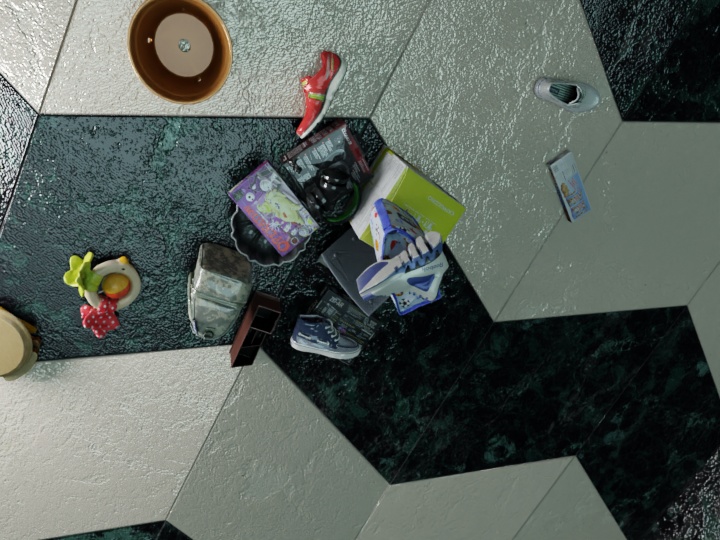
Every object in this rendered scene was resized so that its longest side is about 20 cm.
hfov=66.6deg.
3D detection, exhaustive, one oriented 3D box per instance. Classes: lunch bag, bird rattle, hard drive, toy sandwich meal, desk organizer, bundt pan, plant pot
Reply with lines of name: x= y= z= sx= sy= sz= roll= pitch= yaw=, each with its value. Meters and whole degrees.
lunch bag: x=-0.347 y=0.051 z=1.319 sx=0.136 sy=0.201 sz=0.171 roll=15 pitch=109 yaw=-21
lunch bag: x=0.089 y=-0.043 z=1.188 sx=0.122 sy=0.171 sz=0.203 roll=-24 pitch=118 yaw=5
bird rattle: x=-0.605 y=0.053 z=1.309 sx=0.161 sy=0.112 sz=0.204 roll=-26 pitch=123 yaw=-21
hard drive: x=0.000 y=0.000 z=1.404 sx=0.134 sy=0.042 sz=0.201 roll=-41 pitch=101 yaw=-15
toy sandwich meal: x=-0.866 y=0.166 z=1.306 sx=0.200 sy=0.070 sz=0.210 roll=-4 pitch=113 yaw=-9
desk organizer: x=-0.281 y=0.167 z=1.459 sx=0.070 sy=0.077 sz=0.203 roll=20 pitch=108 yaw=-22
bundt pan: x=-0.221 y=-0.117 z=1.345 sx=0.197 sy=0.076 sz=0.207 roll=-7 pitch=116 yaw=-13
plant pot: x=-0.360 y=-0.453 z=1.115 sx=0.195 sy=0.141 sz=0.205 roll=-6 pitch=116 yaw=-12

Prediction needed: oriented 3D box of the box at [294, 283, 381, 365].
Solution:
box: x=-0.062 y=0.153 z=1.533 sx=0.198 sy=0.044 sz=0.161 roll=32 pitch=102 yaw=-26

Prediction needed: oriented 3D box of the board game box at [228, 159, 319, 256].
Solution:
board game box: x=-0.199 y=-0.143 z=1.283 sx=0.119 sy=0.032 sz=0.201 roll=-36 pitch=118 yaw=8

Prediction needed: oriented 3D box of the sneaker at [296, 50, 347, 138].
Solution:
sneaker: x=-0.105 y=-0.404 z=1.258 sx=0.084 sy=0.077 sz=0.203 roll=26 pitch=99 yaw=-13

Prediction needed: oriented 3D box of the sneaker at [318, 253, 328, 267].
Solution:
sneaker: x=-0.014 y=-0.027 z=1.461 sx=0.196 sy=0.074 sz=0.084 roll=18 pitch=79 yaw=-17

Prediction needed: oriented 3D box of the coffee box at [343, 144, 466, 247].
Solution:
coffee box: x=0.103 y=-0.150 z=1.351 sx=0.197 sy=0.198 sz=0.202 roll=28 pitch=105 yaw=-25

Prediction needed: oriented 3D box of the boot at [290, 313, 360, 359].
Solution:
boot: x=-0.084 y=0.175 z=1.469 sx=0.195 sy=0.073 sz=0.092 roll=9 pitch=118 yaw=-18

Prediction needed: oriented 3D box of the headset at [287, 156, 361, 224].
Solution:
headset: x=-0.086 y=-0.192 z=1.280 sx=0.199 sy=0.094 sz=0.124 roll=31 pitch=101 yaw=-42

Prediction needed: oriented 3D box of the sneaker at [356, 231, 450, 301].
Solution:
sneaker: x=0.097 y=0.023 z=1.083 sx=0.197 sy=0.081 sz=0.116 roll=-30 pitch=115 yaw=12

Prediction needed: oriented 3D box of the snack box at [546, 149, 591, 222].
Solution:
snack box: x=0.591 y=-0.235 z=1.547 sx=0.071 sy=0.024 sz=0.202 roll=-33 pitch=118 yaw=0

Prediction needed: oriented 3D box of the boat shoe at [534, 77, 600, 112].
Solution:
boat shoe: x=0.543 y=-0.446 z=1.412 sx=0.195 sy=0.067 sz=0.075 roll=3 pitch=114 yaw=-17

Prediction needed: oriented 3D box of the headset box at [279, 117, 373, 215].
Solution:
headset box: x=-0.073 y=-0.255 z=1.323 sx=0.198 sy=0.077 sz=0.150 roll=-33 pitch=119 yaw=0
